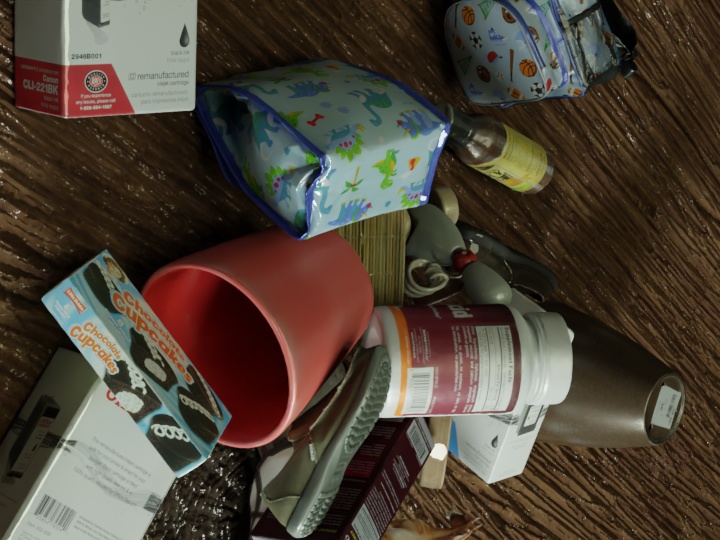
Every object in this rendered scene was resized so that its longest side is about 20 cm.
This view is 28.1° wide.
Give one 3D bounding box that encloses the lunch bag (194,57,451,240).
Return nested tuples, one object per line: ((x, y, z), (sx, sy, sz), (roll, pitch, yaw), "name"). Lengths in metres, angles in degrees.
((-0.045, -0.135, 1.399), (0.170, 0.200, 0.128), (-18, 139, -39), "lunch bag")

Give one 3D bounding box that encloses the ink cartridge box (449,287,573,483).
((0.164, 0.135, 1.711), (0.067, 0.116, 0.201), (-8, 124, -43), "ink cartridge box")

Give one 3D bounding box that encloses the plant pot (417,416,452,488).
((0.058, 0.142, 1.628), (0.201, 0.092, 0.202), (6, 90, -88), "plant pot")

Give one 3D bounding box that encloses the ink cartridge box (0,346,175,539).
((-0.262, 0.194, 1.346), (0.147, 0.083, 0.201), (43, 70, -44), "ink cartridge box")

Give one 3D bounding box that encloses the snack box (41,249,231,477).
((-0.199, 0.081, 1.304), (0.037, 0.116, 0.200), (-35, 97, 13), "snack box")

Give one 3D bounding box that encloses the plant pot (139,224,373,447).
((-0.093, 0.046, 1.416), (0.177, 0.200, 0.201), (-36, 126, -47), "plant pot")

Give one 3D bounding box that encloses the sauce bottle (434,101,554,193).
((0.150, -0.147, 1.693), (0.200, 0.065, 0.065), (23, 85, -45), "sauce bottle")

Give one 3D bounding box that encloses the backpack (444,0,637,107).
((0.181, -0.281, 1.610), (0.154, 0.200, 0.191), (-29, 108, -39), "backpack")

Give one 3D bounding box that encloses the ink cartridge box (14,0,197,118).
((-0.222, -0.241, 1.262), (0.144, 0.084, 0.201), (-10, 108, -43), "ink cartridge box")

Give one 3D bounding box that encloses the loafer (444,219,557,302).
((0.162, 0.001, 1.751), (0.200, 0.073, 0.072), (27, 92, -41), "loafer")

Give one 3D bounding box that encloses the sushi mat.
((0.000, 0.000, 1.504), (0.012, 0.095, 0.201), (-62, 156, -64), "sushi mat")

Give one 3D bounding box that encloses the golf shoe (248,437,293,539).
((-0.082, 0.278, 1.523), (0.077, 0.094, 0.201), (11, 103, -21), "golf shoe")

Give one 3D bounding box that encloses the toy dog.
((0.088, -0.005, 1.600), (0.131, 0.200, 0.097), (-1, 131, -12), "toy dog")

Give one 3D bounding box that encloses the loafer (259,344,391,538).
((-0.037, 0.155, 1.381), (0.201, 0.069, 0.075), (-62, 162, -2), "loafer")

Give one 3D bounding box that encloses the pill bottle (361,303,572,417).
((0.108, 0.091, 1.479), (0.199, 0.114, 0.115), (0, 104, -14), "pill bottle")

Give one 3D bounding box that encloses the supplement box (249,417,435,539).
((-0.015, 0.224, 1.476), (0.200, 0.108, 0.061), (-54, 132, -41), "supplement box")

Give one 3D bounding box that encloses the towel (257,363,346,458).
((-0.057, 0.172, 1.591), (0.132, 0.034, 0.201), (-37, 125, -34), "towel")

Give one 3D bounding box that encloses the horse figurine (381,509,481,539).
((0.025, 0.308, 1.641), (0.199, 0.132, 0.050), (-10, 109, -43), "horse figurine")

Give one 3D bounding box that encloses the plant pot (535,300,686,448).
((0.307, 0.150, 1.840), (0.186, 0.199, 0.188), (-15, 112, -43), "plant pot")
